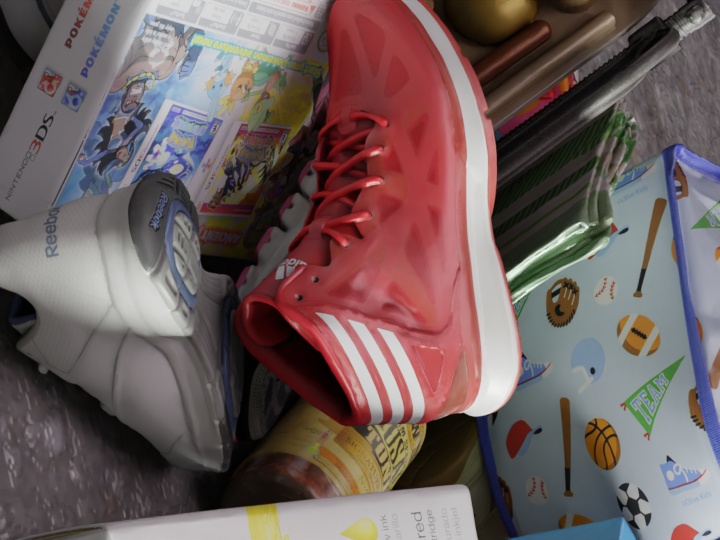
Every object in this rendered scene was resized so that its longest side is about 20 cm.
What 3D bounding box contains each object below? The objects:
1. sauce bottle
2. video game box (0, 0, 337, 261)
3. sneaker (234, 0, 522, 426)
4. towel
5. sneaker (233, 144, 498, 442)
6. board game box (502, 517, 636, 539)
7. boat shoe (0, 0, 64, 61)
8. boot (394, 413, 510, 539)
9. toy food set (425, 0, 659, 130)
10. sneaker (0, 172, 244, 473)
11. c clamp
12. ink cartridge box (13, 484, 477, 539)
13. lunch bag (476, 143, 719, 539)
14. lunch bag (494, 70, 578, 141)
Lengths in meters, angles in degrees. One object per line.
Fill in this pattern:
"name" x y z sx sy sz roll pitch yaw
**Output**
"sauce bottle" -0.004 0.079 1.279 0.066 0.066 0.200 68 29 -17
"video game box" -0.064 -0.097 1.161 0.200 0.047 0.183 8 109 -63
"sneaker" -0.003 -0.028 1.136 0.115 0.078 0.201 -10 78 -37
"towel" 0.072 -0.012 1.301 0.023 0.152 0.200 51 20 -10
"sneaker" 0.000 0.000 1.226 0.200 0.087 0.074 -61 173 -9
"board game box" 0.102 0.218 1.333 0.200 0.153 0.040 59 31 -33
"boat shoe" -0.093 -0.128 1.208 0.200 0.065 0.074 -8 84 -64
"boot" 0.098 0.117 1.457 0.156 0.073 0.200 61 33 -20
"toy food set" 0.044 -0.148 1.328 0.144 0.200 0.060 47 -20 20
"sneaker" -0.099 0.024 1.118 0.200 0.087 0.075 72 17 -54
"c clamp" 0.101 -0.076 1.332 0.027 0.200 0.171 53 7 -6
"ink cartridge box" -0.040 0.170 1.069 0.200 0.083 0.146 -2 79 -42
"lunch bag" 0.150 0.066 1.340 0.124 0.170 0.201 16 58 -34
"lunch bag" 0.087 -0.112 1.480 0.176 0.082 0.201 87 0 -62
